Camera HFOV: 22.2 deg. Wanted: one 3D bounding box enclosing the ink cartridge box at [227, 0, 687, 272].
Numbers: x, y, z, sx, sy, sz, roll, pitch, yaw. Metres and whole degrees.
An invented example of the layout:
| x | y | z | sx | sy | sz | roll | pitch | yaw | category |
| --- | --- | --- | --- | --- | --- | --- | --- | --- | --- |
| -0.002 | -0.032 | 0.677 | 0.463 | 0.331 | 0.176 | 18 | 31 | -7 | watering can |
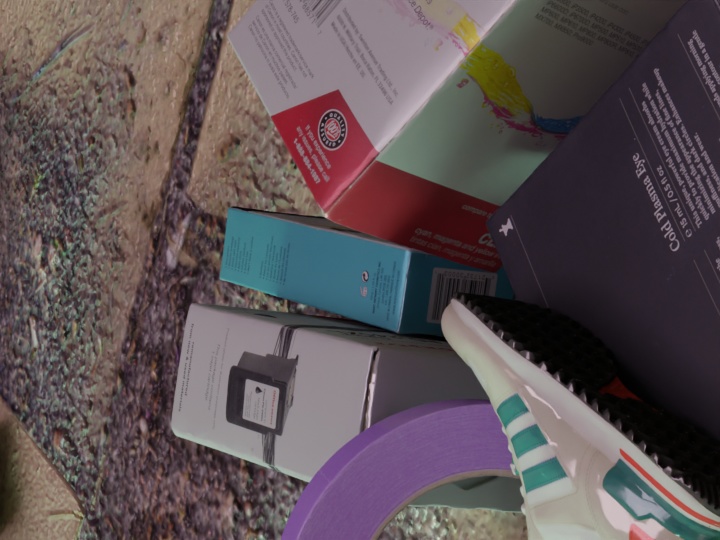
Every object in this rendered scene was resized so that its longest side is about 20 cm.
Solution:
| x | y | z | sx | sy | sz | roll | pitch | yaw | category |
| --- | --- | --- | --- | --- | --- | --- | --- | --- | --- |
| 0.062 | -0.128 | 0.955 | 0.200 | 0.145 | 0.145 | -47 | 50 | 25 | ink cartridge box |

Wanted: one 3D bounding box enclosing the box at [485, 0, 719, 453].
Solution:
| x | y | z | sx | sy | sz | roll | pitch | yaw | category |
| --- | --- | --- | --- | --- | --- | --- | --- | --- | --- |
| 0.175 | 0.005 | 0.845 | 0.182 | 0.104 | 0.200 | -48 | 49 | 40 | box |

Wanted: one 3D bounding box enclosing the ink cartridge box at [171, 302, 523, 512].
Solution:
| x | y | z | sx | sy | sz | roll | pitch | yaw | category |
| --- | --- | --- | --- | --- | --- | --- | --- | --- | --- |
| 0.006 | 0.075 | 1.041 | 0.200 | 0.145 | 0.084 | 10 | 92 | 55 | ink cartridge box |

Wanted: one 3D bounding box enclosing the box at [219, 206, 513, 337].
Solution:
| x | y | z | sx | sy | sz | roll | pitch | yaw | category |
| --- | --- | --- | --- | --- | --- | --- | --- | --- | --- |
| 0.000 | 0.000 | 1.113 | 0.200 | 0.082 | 0.049 | 14 | 97 | 55 | box |

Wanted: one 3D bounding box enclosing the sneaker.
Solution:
| x | y | z | sx | sy | sz | roll | pitch | yaw | category |
| --- | --- | --- | --- | --- | --- | --- | --- | --- | --- |
| 0.086 | 0.085 | 0.811 | 0.200 | 0.070 | 0.094 | 42 | 114 | 46 | sneaker |

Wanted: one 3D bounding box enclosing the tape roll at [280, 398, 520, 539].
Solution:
| x | y | z | sx | sy | sz | roll | pitch | yaw | category |
| --- | --- | --- | --- | --- | --- | --- | --- | --- | --- |
| 0.058 | 0.164 | 0.894 | 0.066 | 0.200 | 0.200 | 166 | 108 | -84 | tape roll |
